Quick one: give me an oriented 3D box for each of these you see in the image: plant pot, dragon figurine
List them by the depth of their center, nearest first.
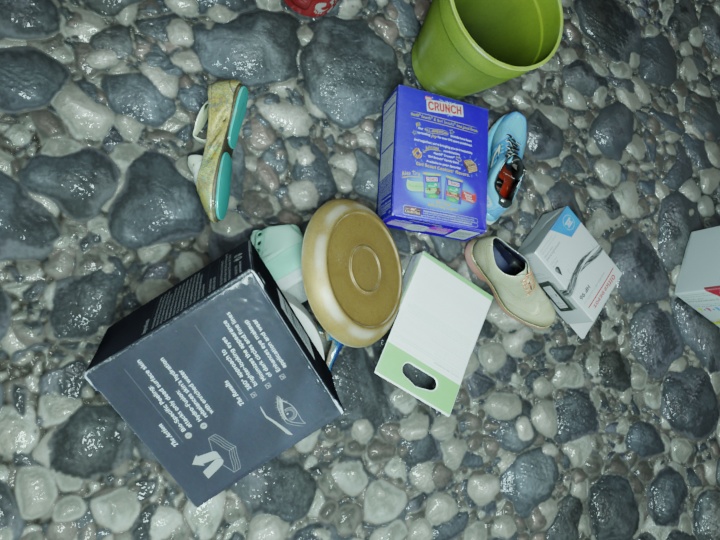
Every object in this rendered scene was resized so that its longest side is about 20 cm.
[{"bbox_3d":[0.000,0.000,0.777,0.197,0.027,0.207,14,71,-46],"label":"plant pot"},{"bbox_3d":[-0.016,0.063,0.821,0.097,0.059,0.207,-2,81,-22],"label":"dragon figurine"},{"bbox_3d":[0.175,-0.365,0.893,0.195,0.192,0.207,4,80,-21],"label":"plant pot"}]

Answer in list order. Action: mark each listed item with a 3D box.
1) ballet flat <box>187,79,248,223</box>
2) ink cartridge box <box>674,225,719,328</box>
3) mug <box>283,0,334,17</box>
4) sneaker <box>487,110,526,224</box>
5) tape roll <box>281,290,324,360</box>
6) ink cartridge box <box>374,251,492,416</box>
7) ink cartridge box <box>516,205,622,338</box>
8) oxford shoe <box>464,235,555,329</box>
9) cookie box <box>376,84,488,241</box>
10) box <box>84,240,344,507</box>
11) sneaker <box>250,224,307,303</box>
[{"bbox_3d":[-0.202,-0.165,0.783,0.069,0.070,0.206,12,78,-20],"label":"ballet flat"},{"bbox_3d":[0.739,0.025,1.090,0.197,0.145,0.148,30,72,-14],"label":"ink cartridge box"},{"bbox_3d":[-0.065,-0.454,0.805,0.177,0.199,0.134,-42,98,-21],"label":"mug"},{"bbox_3d":[0.249,-0.176,0.950,0.077,0.090,0.205,22,73,-17],"label":"sneaker"},{"bbox_3d":[-0.143,0.119,0.726,0.196,0.037,0.209,-4,109,-12],"label":"tape roll"},{"bbox_3d":[0.108,0.095,0.873,0.143,0.048,0.204,31,72,-15],"label":"ink cartridge box"},{"bbox_3d":[0.369,0.007,0.983,0.200,0.068,0.116,46,69,-10],"label":"ink cartridge box"},{"bbox_3d":[0.255,0.023,0.930,0.199,0.074,0.071,41,70,-12],"label":"oxford shoe"},{"bbox_3d":[0.116,-0.165,0.901,0.166,0.075,0.207,8,79,-21],"label":"cookie box"},{"bbox_3d":[-0.154,0.111,0.638,0.197,0.118,0.200,-31,113,-2],"label":"box"},{"bbox_3d":[-0.152,0.013,0.780,0.196,0.074,0.120,-25,54,-4],"label":"sneaker"}]
